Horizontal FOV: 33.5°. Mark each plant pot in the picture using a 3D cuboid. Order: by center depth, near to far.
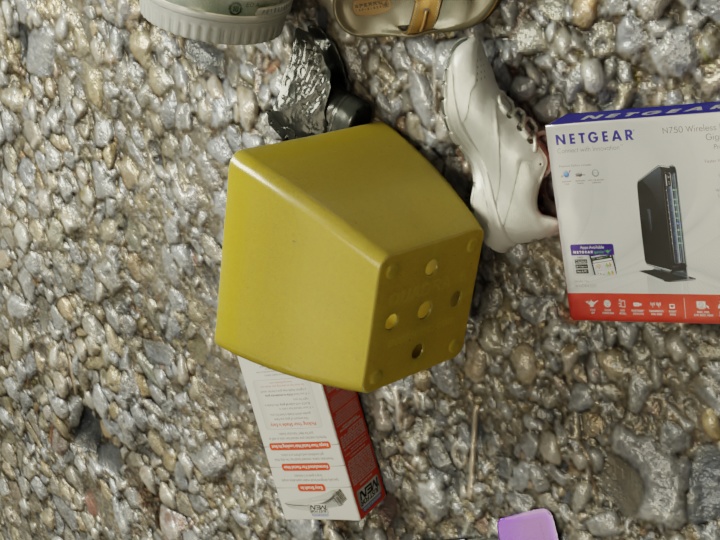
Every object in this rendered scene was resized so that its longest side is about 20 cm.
[{"bbox_3d":[0.000,0.000,1.113,0.175,0.198,0.203,32,125,38],"label":"plant pot"}]

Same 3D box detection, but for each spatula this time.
[{"bbox_3d":[0.124,0.294,1.279,0.198,0.020,0.058,-19,84,41],"label":"spatula"}]

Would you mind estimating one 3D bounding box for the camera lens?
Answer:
[{"bbox_3d":[-0.127,-0.333,1.121,0.158,0.159,0.203,25,121,24],"label":"camera lens"}]

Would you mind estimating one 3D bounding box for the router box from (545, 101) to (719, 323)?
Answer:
[{"bbox_3d":[0.266,-0.048,1.026,0.197,0.049,0.183,-1,108,36],"label":"router box"}]

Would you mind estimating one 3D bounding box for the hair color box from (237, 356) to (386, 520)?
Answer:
[{"bbox_3d":[-0.054,0.173,1.333,0.109,0.064,0.204,-7,102,36],"label":"hair color box"}]

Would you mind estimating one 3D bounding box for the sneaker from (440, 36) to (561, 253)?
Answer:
[{"bbox_3d":[0.133,-0.118,1.088,0.086,0.075,0.203,-9,111,31],"label":"sneaker"}]

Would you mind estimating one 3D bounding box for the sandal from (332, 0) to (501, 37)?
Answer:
[{"bbox_3d":[0.048,-0.252,1.097,0.197,0.054,0.082,-4,106,36],"label":"sandal"}]

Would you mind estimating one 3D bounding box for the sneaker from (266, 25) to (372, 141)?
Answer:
[{"bbox_3d":[-0.054,-0.135,1.215,0.103,0.060,0.202,33,119,19],"label":"sneaker"}]
